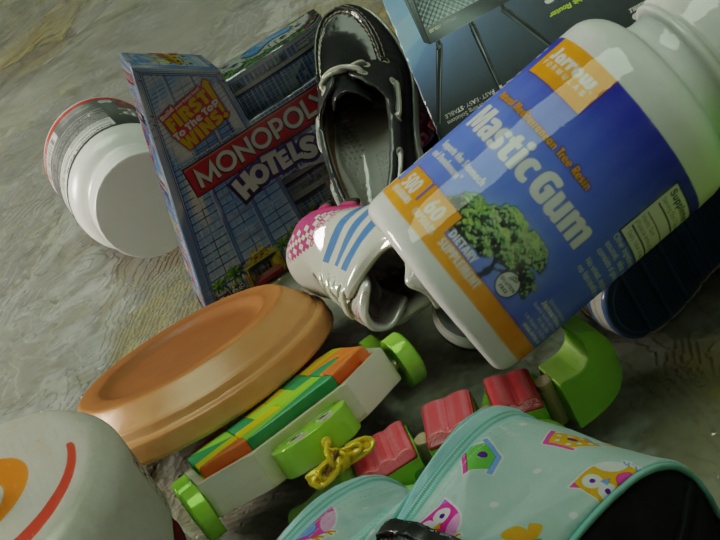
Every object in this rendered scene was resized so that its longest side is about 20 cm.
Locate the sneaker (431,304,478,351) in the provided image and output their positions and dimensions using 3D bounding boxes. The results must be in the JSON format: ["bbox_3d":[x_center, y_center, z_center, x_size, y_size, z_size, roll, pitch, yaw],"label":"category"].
[{"bbox_3d":[0.111,-0.049,0.777,0.083,0.121,0.200,34,76,23],"label":"sneaker"}]

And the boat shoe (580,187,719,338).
[{"bbox_3d":[0.199,-0.045,0.767,0.199,0.073,0.072,-36,27,-12],"label":"boat shoe"}]

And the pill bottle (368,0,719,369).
[{"bbox_3d":[0.111,-0.054,0.658,0.200,0.112,0.112,-41,27,3],"label":"pill bottle"}]

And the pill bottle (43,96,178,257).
[{"bbox_3d":[-0.217,-0.085,1.189,0.115,0.116,0.200,-34,28,-10],"label":"pill bottle"}]

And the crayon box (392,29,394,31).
[{"bbox_3d":[0.074,-0.187,1.151,0.198,0.051,0.127,-24,28,12],"label":"crayon box"}]

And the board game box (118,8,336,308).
[{"bbox_3d":[-0.088,-0.104,1.003,0.199,0.201,0.062,-34,26,-7],"label":"board game box"}]

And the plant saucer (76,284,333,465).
[{"bbox_3d":[-0.112,0.065,0.872,0.199,0.038,0.200,-28,14,7],"label":"plant saucer"}]

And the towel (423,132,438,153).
[{"bbox_3d":[0.087,-0.065,0.943,0.148,0.050,0.199,-44,29,-14],"label":"towel"}]

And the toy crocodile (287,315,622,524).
[{"bbox_3d":[0.049,0.094,0.690,0.199,0.062,0.068,-28,27,5],"label":"toy crocodile"}]

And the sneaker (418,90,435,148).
[{"bbox_3d":[0.052,-0.146,0.987,0.200,0.081,0.075,-46,-9,1],"label":"sneaker"}]

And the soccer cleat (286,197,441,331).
[{"bbox_3d":[0.000,0.000,0.804,0.200,0.069,0.087,-22,43,58],"label":"soccer cleat"}]

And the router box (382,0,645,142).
[{"bbox_3d":[0.120,-0.186,0.884,0.199,0.151,0.062,-27,-16,17],"label":"router box"}]

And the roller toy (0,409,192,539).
[{"bbox_3d":[-0.181,0.170,0.698,0.181,0.140,0.201,-11,32,31],"label":"roller toy"}]

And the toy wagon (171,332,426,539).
[{"bbox_3d":[-0.035,0.089,0.736,0.155,0.040,0.200,-37,3,-12],"label":"toy wagon"}]

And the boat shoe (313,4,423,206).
[{"bbox_3d":[0.000,-0.109,0.908,0.073,0.060,0.202,-20,64,23],"label":"boat shoe"}]

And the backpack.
[{"bbox_3d":[0.047,0.152,0.473,0.200,0.177,0.153,-39,32,-26],"label":"backpack"}]
